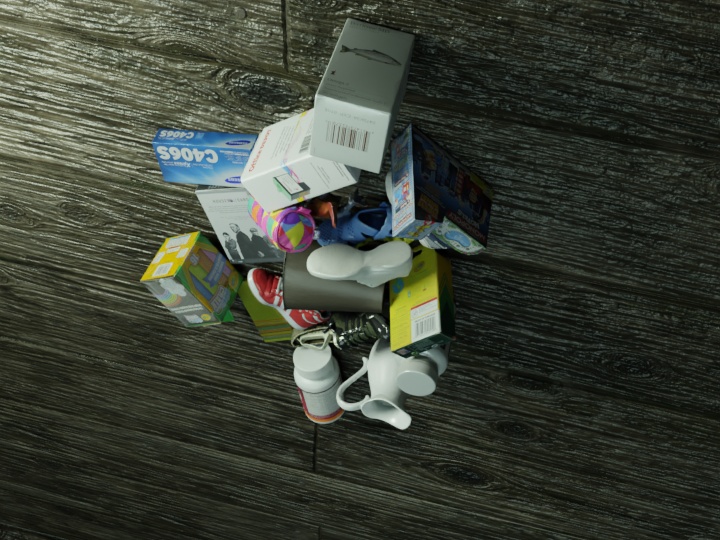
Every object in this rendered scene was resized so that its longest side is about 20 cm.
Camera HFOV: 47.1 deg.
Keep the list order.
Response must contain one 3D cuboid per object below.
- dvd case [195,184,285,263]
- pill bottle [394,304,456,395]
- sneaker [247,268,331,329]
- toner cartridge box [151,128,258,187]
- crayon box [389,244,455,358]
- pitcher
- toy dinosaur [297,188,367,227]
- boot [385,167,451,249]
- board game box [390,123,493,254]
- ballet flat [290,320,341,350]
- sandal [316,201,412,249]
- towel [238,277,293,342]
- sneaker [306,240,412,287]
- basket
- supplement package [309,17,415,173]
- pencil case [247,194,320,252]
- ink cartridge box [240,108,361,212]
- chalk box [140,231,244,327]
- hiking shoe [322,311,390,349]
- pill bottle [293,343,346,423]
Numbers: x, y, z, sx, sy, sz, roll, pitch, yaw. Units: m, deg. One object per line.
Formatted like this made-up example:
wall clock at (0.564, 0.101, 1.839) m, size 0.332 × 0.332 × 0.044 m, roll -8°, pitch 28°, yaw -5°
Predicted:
dvd case at (-0.229, -0.093, 1.659) m, size 0.147 × 0.025 × 0.202 m, roll -1°, pitch 135°, yaw 20°
pill bottle at (0.128, 0.146, 1.664) m, size 0.108 × 0.202 × 0.112 m, roll 9°, pitch 139°, yaw 8°
sneaker at (-0.143, 0.051, 1.751) m, size 0.111 × 0.072 × 0.200 m, roll -15°, pitch 138°, yaw 36°
toner cartridge box at (-0.280, -0.208, 1.537) m, size 0.196 × 0.044 × 0.096 m, roll 5°, pitch 139°, yaw 13°
crayon box at (0.116, 0.053, 1.585) m, size 0.126 × 0.204 × 0.050 m, roll -25°, pitch 143°, yaw 39°
pitcher at (0.045, 0.226, 1.779) m, size 0.168 × 0.202 × 0.123 m, roll 10°, pitch 139°, yaw 7°
toy dinosaur at (-0.077, -0.128, 1.479) m, size 0.180 × 0.200 × 0.106 m, roll -23°, pitch 100°, yaw 38°
boot at (0.125, -0.110, 1.473) m, size 0.089 × 0.074 × 0.200 m, roll 9°, pitch 152°, yaw 41°
board game box at (0.126, -0.112, 1.386) m, size 0.198 × 0.202 × 0.061 m, roll 35°, pitch 135°, yaw -19°
ballet flat at (-0.068, 0.143, 1.823) m, size 0.196 × 0.076 × 0.068 m, roll -10°, pitch 132°, yaw 27°
sandal at (0.006, -0.087, 1.536) m, size 0.196 × 0.081 × 0.087 m, roll -11°, pitch 155°, yaw 16°
towel at (-0.212, 0.087, 1.857) m, size 0.084 × 0.018 × 0.202 m, roll -7°, pitch 133°, yaw 17°
sneaker at (0.000, 0.000, 1.535) m, size 0.195 × 0.077 × 0.089 m, roll -3°, pitch 147°, yaw 3°
basket at (-0.046, 0.014, 1.638) m, size 0.196 × 0.138 × 0.182 m, roll 9°, pitch 139°, yaw 4°
supplement package at (0.004, -0.268, 1.256) m, size 0.114 × 0.202 × 0.118 m, roll 14°, pitch 140°, yaw 3°
pencil case at (-0.143, -0.097, 1.496) m, size 0.089 × 0.088 × 0.200 m, roll 47°, pitch 175°, yaw -31°
ink cartridge box at (-0.090, -0.198, 1.406) m, size 0.197 × 0.147 × 0.084 m, roll -15°, pitch 131°, yaw 31°
chalk box at (-0.339, 0.034, 1.748) m, size 0.123 × 0.125 × 0.201 m, roll -7°, pitch 135°, yaw 38°
hiking shoe at (0.001, 0.127, 1.706) m, size 0.075 × 0.102 × 0.199 m, roll 37°, pitch 171°, yaw -35°
pill bottle at (-0.096, 0.259, 1.932) m, size 0.107 × 0.111 × 0.202 m, roll 4°, pitch 137°, yaw 14°
